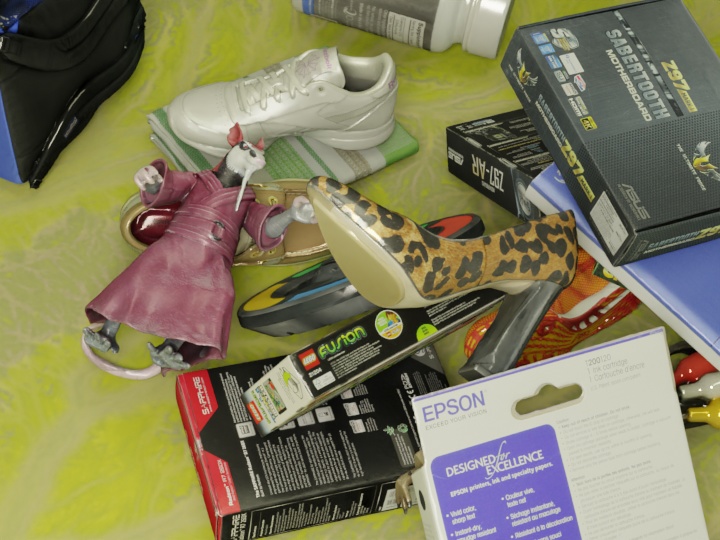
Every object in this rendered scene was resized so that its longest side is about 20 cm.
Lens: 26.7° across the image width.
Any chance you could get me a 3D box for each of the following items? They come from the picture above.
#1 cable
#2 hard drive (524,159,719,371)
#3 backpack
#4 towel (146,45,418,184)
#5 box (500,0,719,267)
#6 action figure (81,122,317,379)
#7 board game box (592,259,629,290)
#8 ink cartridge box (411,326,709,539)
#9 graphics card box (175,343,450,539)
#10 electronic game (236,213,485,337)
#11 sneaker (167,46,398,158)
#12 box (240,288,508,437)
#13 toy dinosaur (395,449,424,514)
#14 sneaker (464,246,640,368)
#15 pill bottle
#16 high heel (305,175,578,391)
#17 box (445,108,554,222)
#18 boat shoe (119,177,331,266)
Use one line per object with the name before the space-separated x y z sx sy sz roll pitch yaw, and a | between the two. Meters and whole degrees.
cable | 0.223 0.099 1.166 0.198 0.051 0.098 -12 52 -19
hard drive | 0.240 -0.031 1.162 0.200 0.025 0.132 43 58 14
backpack | -0.283 -0.207 1.269 0.167 0.163 0.200 27 53 18
towel | -0.068 -0.114 1.318 0.199 0.031 0.149 -24 61 -28
box | 0.220 -0.111 1.161 0.156 0.051 0.201 -13 63 -23
action figure | -0.113 -0.015 1.127 0.133 0.149 0.201 26 65 -2
board game box | 0.248 -0.027 1.243 0.104 0.024 0.200 25 29 0
ink cartridge box | 0.137 0.157 1.023 0.196 0.043 0.202 -13 93 -19
graphics card box | -0.026 0.120 1.112 0.198 0.051 0.126 -11 53 -16
electronic game | 0.000 0.000 1.143 0.199 0.200 0.042 -25 97 -26
sneaker | -0.063 -0.150 1.264 0.198 0.100 0.075 -7 55 -16
box | 0.019 0.048 1.073 0.199 0.110 0.035 -27 83 -29
toy dinosaur | 0.078 0.141 1.066 0.100 0.058 0.202 -8 82 -27
sneaker | 0.148 0.026 1.211 0.199 0.073 0.077 -23 54 -38
pill bottle | 0.044 -0.269 1.402 0.198 0.114 0.114 17 50 5
high heel | 0.059 -0.032 1.010 0.200 0.071 0.143 43 66 -23
box | 0.195 -0.103 1.290 0.198 0.044 0.160 -16 27 -21
boat shoe | -0.093 -0.033 1.202 0.198 0.075 0.066 -5 10 -2
